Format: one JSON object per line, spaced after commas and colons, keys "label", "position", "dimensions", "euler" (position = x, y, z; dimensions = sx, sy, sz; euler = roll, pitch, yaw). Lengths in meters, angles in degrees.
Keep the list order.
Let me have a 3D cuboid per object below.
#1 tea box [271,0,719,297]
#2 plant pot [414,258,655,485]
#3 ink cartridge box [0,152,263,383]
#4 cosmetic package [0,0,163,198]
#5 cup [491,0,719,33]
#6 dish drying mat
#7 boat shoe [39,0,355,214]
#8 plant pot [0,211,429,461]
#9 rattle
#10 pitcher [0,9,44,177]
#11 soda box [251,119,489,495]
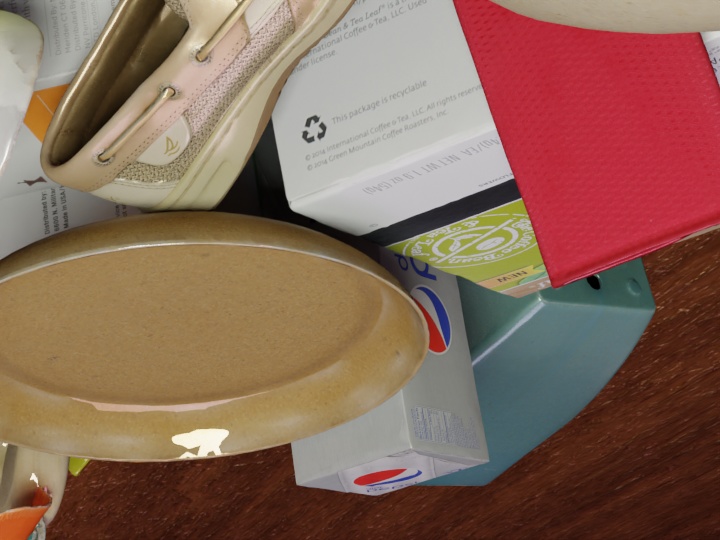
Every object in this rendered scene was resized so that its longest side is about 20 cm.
{"label": "tea box", "position": [0.092, -0.094, 0.678], "dimensions": [0.200, 0.134, 0.197], "euler": [-21, 159, 28]}
{"label": "plant pot", "position": [0.067, 0.025, 0.998], "dimensions": [0.141, 0.141, 0.200], "euler": [6, 150, -36]}
{"label": "ink cartridge box", "position": [-0.149, -0.008, 0.790], "dimensions": [0.200, 0.146, 0.084], "euler": [-15, 160, 18]}
{"label": "cosmetic package", "position": [-0.169, -0.077, 0.699], "dimensions": [0.200, 0.071, 0.101], "euler": [-12, 160, 7]}
{"label": "cup", "position": [0.081, -0.143, 0.453], "dimensions": [0.200, 0.201, 0.143], "euler": [1, 161, -26]}
{"label": "dish drying mat", "position": [0.064, -0.101, 0.559], "dimensions": [0.077, 0.200, 0.018], "euler": [-22, 174, 29]}
{"label": "boat shoe", "position": [-0.046, -0.104, 0.585], "dimensions": [0.064, 0.071, 0.200], "euler": [14, 116, -35]}
{"label": "plant pot", "position": [-0.073, 0.027, 0.677], "dimensions": [0.200, 0.028, 0.200], "euler": [-6, 153, -3]}
{"label": "rattle", "position": [-0.136, 0.117, 0.891], "dimensions": [0.143, 0.130, 0.200], "euler": [28, 178, -20]}
{"label": "pitcher", "position": [-0.230, -0.085, 0.546], "dimensions": [0.171, 0.121, 0.200], "euler": [-16, 144, 37]}
{"label": "soda box", "position": [0.000, 0.000, 0.796], "dimensions": [0.068, 0.200, 0.063], "euler": [-21, 158, 33]}
